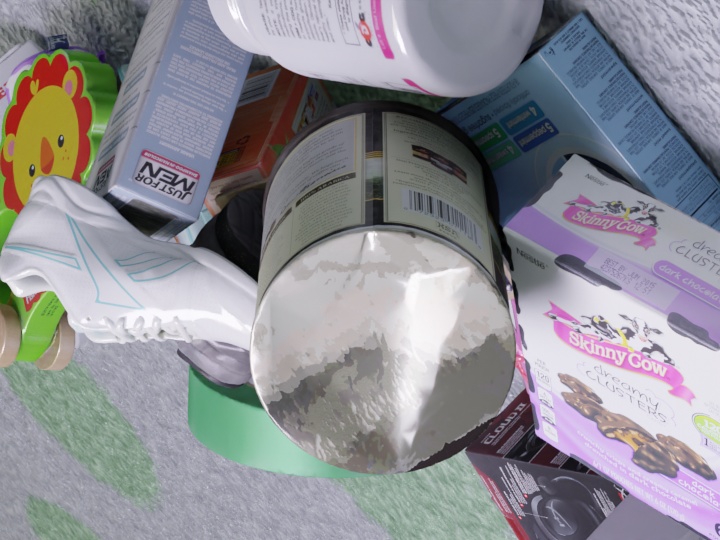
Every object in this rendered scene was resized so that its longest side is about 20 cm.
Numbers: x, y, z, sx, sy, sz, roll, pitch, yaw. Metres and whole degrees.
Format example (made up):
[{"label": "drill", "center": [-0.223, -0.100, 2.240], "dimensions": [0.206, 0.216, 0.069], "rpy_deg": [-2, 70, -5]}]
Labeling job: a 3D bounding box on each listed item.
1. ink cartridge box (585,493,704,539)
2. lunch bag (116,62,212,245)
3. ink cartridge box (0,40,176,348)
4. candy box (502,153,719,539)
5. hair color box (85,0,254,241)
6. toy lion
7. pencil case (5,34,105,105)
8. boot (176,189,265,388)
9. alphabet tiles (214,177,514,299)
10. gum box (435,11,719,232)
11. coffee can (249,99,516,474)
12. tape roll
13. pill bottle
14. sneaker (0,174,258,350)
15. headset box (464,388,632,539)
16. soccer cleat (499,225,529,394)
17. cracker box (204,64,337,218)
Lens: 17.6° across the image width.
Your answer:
[{"label": "ink cartridge box", "center": [0.245, 0.219, 1.492], "dimensions": [0.084, 0.145, 0.201], "rpy_deg": [5, 133, 57]}, {"label": "lunch bag", "center": [-0.105, -0.052, 1.682], "dimensions": [0.201, 0.077, 0.161], "rpy_deg": [72, 172, -45]}, {"label": "ink cartridge box", "center": [-0.249, -0.062, 1.863], "dimensions": [0.200, 0.145, 0.084], "rpy_deg": [42, 157, 12]}, {"label": "candy box", "center": [0.175, 0.053, 1.337], "dimensions": [0.167, 0.072, 0.201], "rpy_deg": [31, 152, 31]}, {"label": "hair color box", "center": [-0.115, -0.122, 1.499], "dimensions": [0.060, 0.201, 0.099], "rpy_deg": [23, 161, -16]}, {"label": "toy lion", "center": [-0.226, -0.053, 1.692], "dimensions": [0.200, 0.068, 0.193], "rpy_deg": [-45, 53, 41]}, {"label": "pencil case", "center": [-0.209, -0.075, 1.775], "dimensions": [0.084, 0.085, 0.201], "rpy_deg": [-52, 52, 58]}, {"label": "boot", "center": [-0.046, 0.046, 1.508], "dimensions": [0.200, 0.070, 0.132], "rpy_deg": [48, 135, -4]}, {"label": "alphabet tiles", "center": [0.000, 0.000, 1.490], "dimensions": [0.199, 0.006, 0.167], "rpy_deg": [-16, 120, 34]}, {"label": "gum box", "center": [0.144, -0.042, 1.385], "dimensions": [0.200, 0.045, 0.170], "rpy_deg": [50, 156, -5]}, {"label": "coffee can", "center": [0.012, 0.005, 1.330], "dimensions": [0.147, 0.146, 0.200], "rpy_deg": [56, -167, -20]}, {"label": "tape roll", "center": [-0.026, 0.089, 1.682], "dimensions": [0.200, 0.200, 0.049], "rpy_deg": [21, 115, 44]}, {"label": "pill bottle", "center": [0.002, -0.165, 1.347], "dimensions": [0.199, 0.113, 0.114], "rpy_deg": [14, 140, 51]}, {"label": "sneaker", "center": [-0.133, 0.017, 1.430], "dimensions": [0.199, 0.081, 0.071], "rpy_deg": [25, 159, 16]}, {"label": "headset box", "center": [0.174, 0.166, 1.613], "dimensions": [0.200, 0.077, 0.149], "rpy_deg": [5, 132, 58]}, {"label": "soccer cleat", "center": [0.112, 0.036, 1.502], "dimensions": [0.200, 0.073, 0.068], "rpy_deg": [44, -162, 0]}, {"label": "cracker box", "center": [-0.030, -0.025, 1.582], "dimensions": [0.057, 0.134, 0.201], "rpy_deg": [-16, 120, 25]}]
